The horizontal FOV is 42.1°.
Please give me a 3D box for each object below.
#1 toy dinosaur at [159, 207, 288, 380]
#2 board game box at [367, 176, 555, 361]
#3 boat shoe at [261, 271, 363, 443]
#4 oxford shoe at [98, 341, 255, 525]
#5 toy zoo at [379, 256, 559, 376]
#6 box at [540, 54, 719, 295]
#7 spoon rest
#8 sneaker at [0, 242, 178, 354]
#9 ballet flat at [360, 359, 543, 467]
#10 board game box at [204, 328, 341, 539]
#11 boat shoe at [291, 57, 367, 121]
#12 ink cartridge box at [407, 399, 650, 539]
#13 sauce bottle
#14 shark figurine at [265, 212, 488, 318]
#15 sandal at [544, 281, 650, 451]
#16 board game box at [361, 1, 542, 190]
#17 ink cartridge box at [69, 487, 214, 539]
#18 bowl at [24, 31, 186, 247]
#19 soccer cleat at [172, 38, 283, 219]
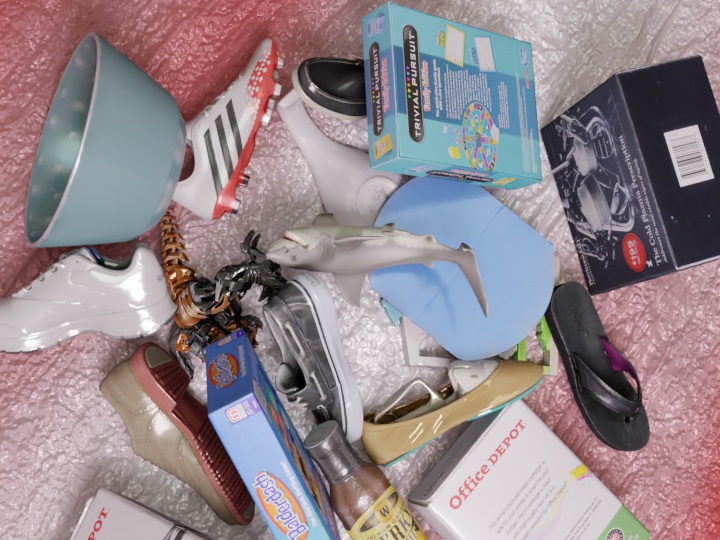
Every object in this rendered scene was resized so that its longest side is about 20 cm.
[{"bbox_3d":[-0.138,0.031,0.914,0.135,0.102,0.201,-30,110,1],"label":"toy dinosaur"},{"bbox_3d":[0.102,-0.003,0.979,0.199,0.039,0.159,38,79,2],"label":"board game box"},{"bbox_3d":[-0.052,0.095,0.895,0.070,0.072,0.202,-29,123,-22],"label":"boat shoe"},{"bbox_3d":[-0.175,0.168,0.905,0.074,0.070,0.201,-31,94,15],"label":"oxford shoe"},{"bbox_3d":[0.118,0.042,1.004,0.197,0.020,0.133,6,79,-12],"label":"toy zoo"},{"bbox_3d":[0.296,-0.092,0.984,0.103,0.182,0.203,-14,84,-14],"label":"box"},{"bbox_3d":[-0.016,-0.107,0.986,0.099,0.061,0.201,-42,105,-15],"label":"spoon rest"},{"bbox_3d":[-0.273,0.022,0.870,0.197,0.075,0.088,-10,109,-6],"label":"sneaker"},{"bbox_3d":[0.086,0.127,0.930,0.198,0.069,0.063,-30,99,5],"label":"ballet flat"},{"bbox_3d":[-0.076,0.170,0.838,0.045,0.152,0.202,-26,108,-2],"label":"board game box"},{"bbox_3d":[0.021,-0.195,0.962,0.198,0.068,0.073,0,65,-34],"label":"boat shoe"},{"bbox_3d":[0.169,0.250,0.949,0.200,0.084,0.145,45,74,-3],"label":"ink cartridge box"},{"bbox_3d":[0.012,0.236,0.903,0.065,0.065,0.201,-38,106,-16],"label":"sauce bottle"},{"bbox_3d":[0.018,-0.002,0.919,0.211,0.128,0.091,5,106,1],"label":"shark figurine"},{"bbox_3d":[0.259,0.107,1.001,0.075,0.048,0.202,-31,96,-27],"label":"sandal"},{"bbox_3d":[0.095,-0.169,0.939,0.198,0.047,0.153,4,79,-37],"label":"board game box"},{"bbox_3d":[-0.171,0.298,0.812,0.198,0.084,0.147,16,74,32],"label":"ink cartridge box"},{"bbox_3d":[-0.232,-0.108,0.875,0.104,0.200,0.204,15,77,-29],"label":"bowl"},{"bbox_3d":[-0.138,-0.151,0.954,0.084,0.069,0.202,19,81,-10],"label":"soccer cleat"}]
